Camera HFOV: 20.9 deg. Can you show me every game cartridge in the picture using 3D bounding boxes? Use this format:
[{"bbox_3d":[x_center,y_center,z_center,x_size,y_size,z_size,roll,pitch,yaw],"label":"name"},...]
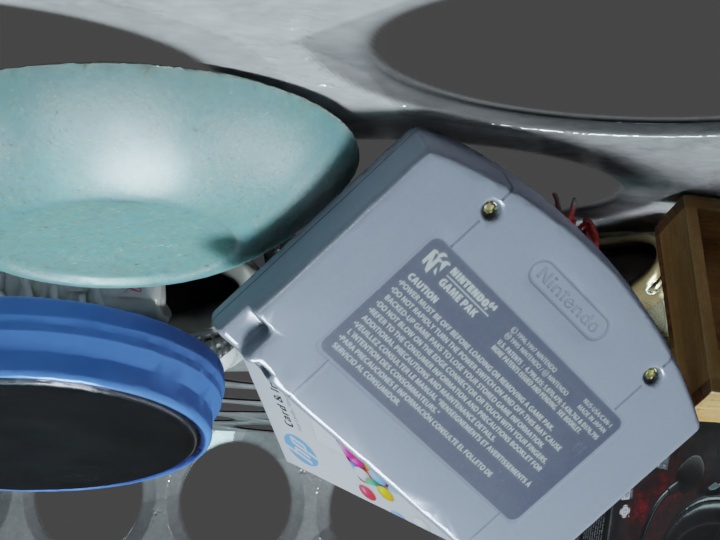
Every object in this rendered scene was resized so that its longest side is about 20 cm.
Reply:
[{"bbox_3d":[0.050,0.035,0.818,0.200,0.133,0.042,44,-177,-31],"label":"game cartridge"}]

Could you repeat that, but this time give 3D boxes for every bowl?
[{"bbox_3d":[-0.168,0.067,0.967,0.200,0.039,0.201,0,157,0],"label":"bowl"}]

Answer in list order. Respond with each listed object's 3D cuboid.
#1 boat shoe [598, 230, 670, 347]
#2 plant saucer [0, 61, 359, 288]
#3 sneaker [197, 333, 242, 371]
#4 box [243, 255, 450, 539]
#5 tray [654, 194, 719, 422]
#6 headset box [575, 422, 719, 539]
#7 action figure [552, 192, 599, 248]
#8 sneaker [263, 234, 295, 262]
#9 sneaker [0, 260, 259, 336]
[{"bbox_3d":[0.099,0.014,1.029,0.200,0.073,0.063,-6,154,46],"label":"boat shoe"},{"bbox_3d":[-0.099,-0.027,0.780,0.200,0.039,0.201,-3,162,-1],"label":"plant saucer"},{"bbox_3d":[-0.098,0.036,1.289,0.086,0.075,0.200,-2,-178,-18],"label":"sneaker"},{"bbox_3d":[0.019,0.080,1.102,0.200,0.041,0.156,23,146,38],"label":"box"},{"bbox_3d":[0.240,0.026,0.911,0.200,0.099,0.037,6,151,-18],"label":"tray"},{"bbox_3d":[0.176,0.127,1.038,0.200,0.149,0.075,-1,-167,-38],"label":"headset box"},{"bbox_3d":[0.076,-0.003,0.969,0.065,0.099,0.200,6,-166,-38],"label":"action figure"},{"bbox_3d":[0.000,0.000,0.950,0.087,0.074,0.200,-12,179,-7],"label":"sneaker"},{"bbox_3d":[-0.135,0.000,0.952,0.200,0.078,0.099,-3,-174,-27],"label":"sneaker"}]
